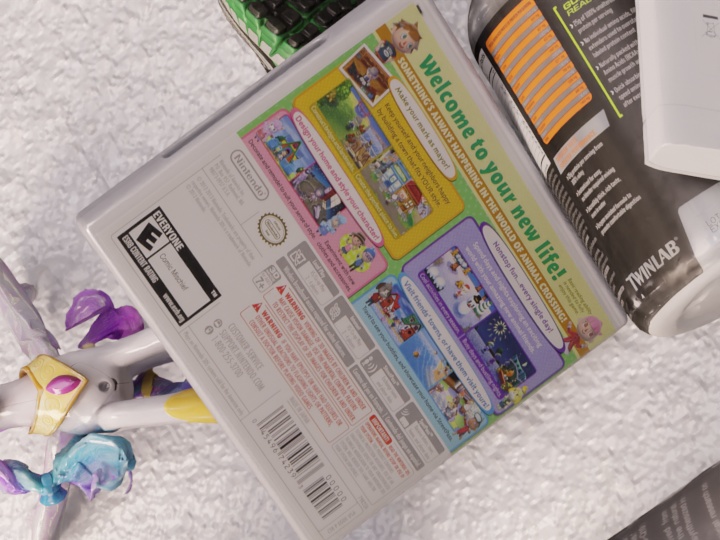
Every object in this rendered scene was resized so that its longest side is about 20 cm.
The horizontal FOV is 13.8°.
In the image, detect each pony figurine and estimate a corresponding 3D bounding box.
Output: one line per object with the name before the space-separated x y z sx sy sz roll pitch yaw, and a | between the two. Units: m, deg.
pony figurine | -0.129 0.056 1.411 0.199 0.193 0.168 -12 85 3

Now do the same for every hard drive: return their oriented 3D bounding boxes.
hard drive | 0.180 -0.127 1.281 0.131 0.027 0.201 8 62 -17

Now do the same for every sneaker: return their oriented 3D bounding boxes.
sneaker | -0.015 -0.076 1.413 0.200 0.078 0.085 56 139 29

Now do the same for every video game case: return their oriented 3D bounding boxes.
video game case | 0.000 0.000 1.321 0.182 0.022 0.200 -36 115 -5

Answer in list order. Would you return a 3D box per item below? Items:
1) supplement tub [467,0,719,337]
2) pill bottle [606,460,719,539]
supplement tub | 0.128 -0.083 1.326 0.122 0.122 0.201 -34 75 18
pill bottle | 0.150 0.157 1.306 0.200 0.113 0.113 -37 74 16
